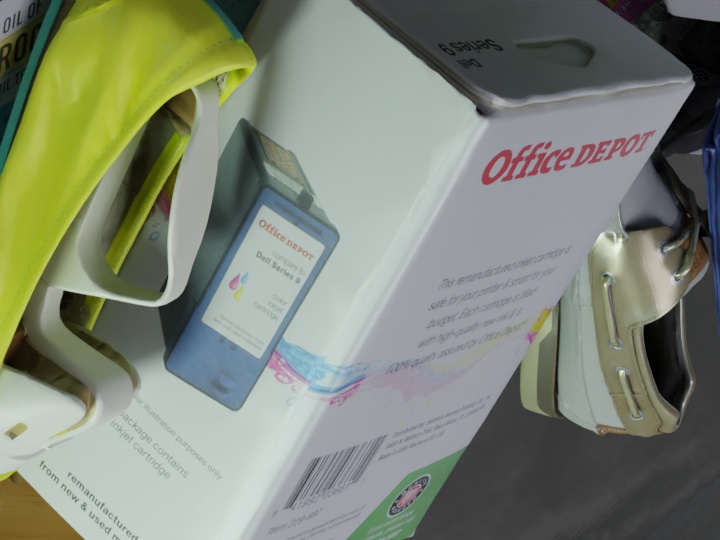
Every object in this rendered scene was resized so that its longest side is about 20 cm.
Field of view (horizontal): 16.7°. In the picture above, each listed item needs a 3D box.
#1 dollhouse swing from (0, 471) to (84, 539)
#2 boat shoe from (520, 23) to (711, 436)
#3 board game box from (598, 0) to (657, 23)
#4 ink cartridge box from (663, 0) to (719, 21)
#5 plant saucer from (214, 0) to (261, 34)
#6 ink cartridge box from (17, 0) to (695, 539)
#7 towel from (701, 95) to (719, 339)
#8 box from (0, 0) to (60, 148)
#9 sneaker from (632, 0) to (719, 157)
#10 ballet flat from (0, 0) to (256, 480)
[{"bbox_3d":[-0.145,0.063,0.959,0.201,0.175,0.183,102,2,-53],"label":"dollhouse swing"},{"bbox_3d":[0.108,-0.015,0.984,0.201,0.068,0.075,87,28,-45],"label":"boat shoe"},{"bbox_3d":[0.047,-0.123,0.918,0.153,0.040,0.200,-40,156,-2],"label":"board game box"},{"bbox_3d":[0.130,-0.182,0.802,0.200,0.084,0.147,48,49,-66],"label":"ink cartridge box"},{"bbox_3d":[0.018,-0.074,0.851,0.199,0.036,0.200,-34,153,-20],"label":"plant saucer"},{"bbox_3d":[0.000,0.000,0.775,0.145,0.087,0.201,-14,141,-57],"label":"ink cartridge box"},{"bbox_3d":[0.179,-0.079,1.016,0.145,0.024,0.201,76,31,-52],"label":"towel"},{"bbox_3d":[-0.113,-0.079,0.695,0.082,0.049,0.201,-40,155,-42],"label":"box"},{"bbox_3d":[0.110,-0.083,1.049,0.199,0.075,0.114,-31,149,-24],"label":"sneaker"},{"bbox_3d":[-0.087,0.005,0.711,0.201,0.067,0.067,-64,164,19],"label":"ballet flat"}]
